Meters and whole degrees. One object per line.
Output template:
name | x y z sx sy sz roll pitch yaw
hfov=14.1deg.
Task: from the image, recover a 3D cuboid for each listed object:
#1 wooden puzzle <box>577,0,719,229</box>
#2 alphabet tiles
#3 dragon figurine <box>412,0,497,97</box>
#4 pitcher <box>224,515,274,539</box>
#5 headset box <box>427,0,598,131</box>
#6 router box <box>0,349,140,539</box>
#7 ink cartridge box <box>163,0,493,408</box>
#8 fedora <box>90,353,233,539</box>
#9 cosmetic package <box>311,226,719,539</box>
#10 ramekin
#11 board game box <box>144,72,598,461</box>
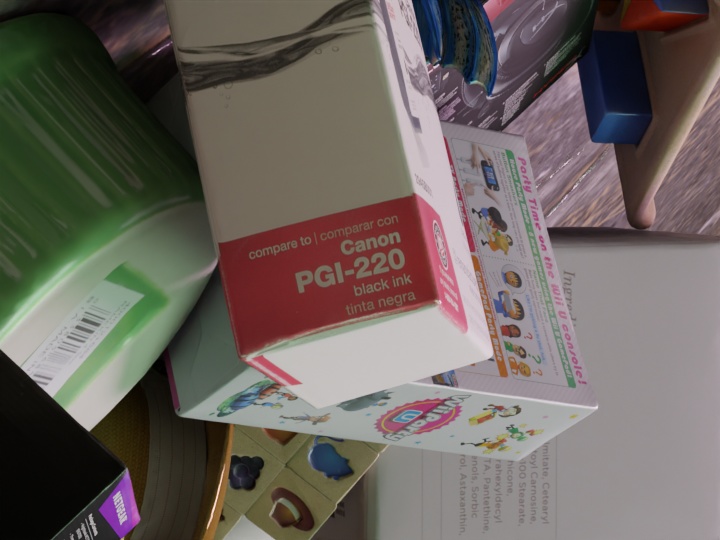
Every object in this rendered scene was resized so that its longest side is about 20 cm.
wooden puzzle | 0.140 -0.148 1.493 0.046 0.186 0.200 -1 147 -11
alphabet tiles | -0.053 0.039 1.401 0.200 0.166 0.006 -50 -168 10
dragon figurine | 0.020 -0.097 1.250 0.099 0.201 0.059 -29 154 20
pitcher | -0.064 0.134 1.711 0.200 0.122 0.172 -34 -179 -9
headset box | 0.044 -0.127 1.394 0.149 0.077 0.200 -43 163 -16
router box | -0.194 0.060 0.968 0.149 0.200 0.051 -42 161 -17
ink cartridge box | -0.016 -0.060 1.143 0.084 0.201 0.146 -16 168 8
fedora | -0.136 0.082 1.300 0.082 0.201 0.201 16 121 -35
cosmetic package | 0.072 0.062 1.524 0.199 0.167 0.167 -1 -177 -17
ramekin | -0.146 0.005 1.158 0.200 0.098 0.200 -43 165 -15
board game box | 0.000 0.000 1.295 0.199 0.148 0.064 10 146 -38
